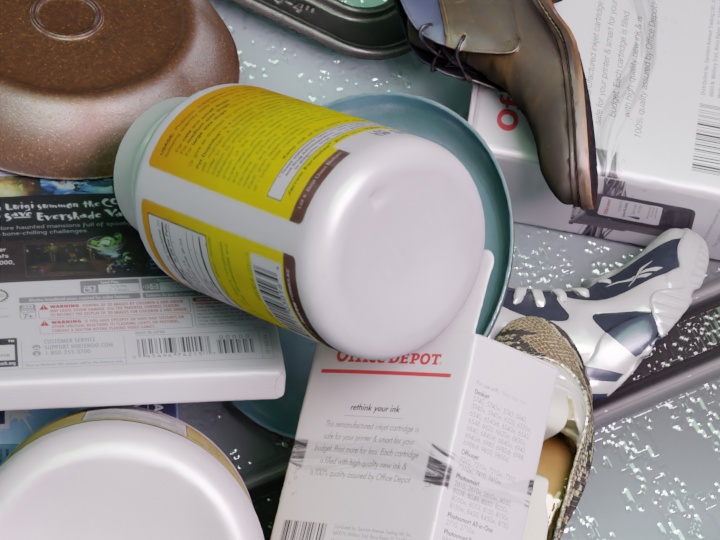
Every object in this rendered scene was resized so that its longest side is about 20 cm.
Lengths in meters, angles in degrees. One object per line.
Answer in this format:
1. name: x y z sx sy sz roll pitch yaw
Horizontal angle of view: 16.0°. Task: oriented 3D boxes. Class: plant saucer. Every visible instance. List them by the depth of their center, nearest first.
1. plant saucer: 0.000 0.000 1.398 0.200 0.027 0.200 -12 66 29
2. plant saucer: -0.167 -0.132 1.447 0.200 0.037 0.200 4 45 -4

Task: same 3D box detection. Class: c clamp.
1. c clamp: -0.013 -0.202 1.535 0.200 0.027 0.171 21 58 0

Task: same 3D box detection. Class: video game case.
1. video game case: -0.148 0.007 1.340 0.200 0.023 0.182 -2 39 -9

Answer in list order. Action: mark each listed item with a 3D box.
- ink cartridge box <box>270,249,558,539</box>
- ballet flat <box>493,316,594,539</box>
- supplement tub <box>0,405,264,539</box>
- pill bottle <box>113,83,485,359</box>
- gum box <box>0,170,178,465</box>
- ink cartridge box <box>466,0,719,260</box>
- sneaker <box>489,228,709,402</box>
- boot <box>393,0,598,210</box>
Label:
1. ink cartridge box: 0.026 0.094 1.274 0.068 0.116 0.200 24 74 -41
2. ballet flat: 0.084 0.109 1.308 0.068 0.075 0.200 14 69 -3
3. supplement tub: -0.120 0.141 1.258 0.145 0.200 0.145 0 90 -5
4. pill bottle: -0.038 -0.030 1.269 0.109 0.109 0.200 -42 36 -21
5. gum box: -0.203 0.025 1.403 0.200 0.045 0.170 0 65 -9
6. ink cartridge box: 0.161 -0.096 1.478 0.200 0.083 0.145 11 65 -1
7. sneaker: 0.094 0.022 1.418 0.130 0.079 0.199 41 78 3
8. boot: 0.071 -0.112 1.400 0.097 0.075 0.200 -12 60 3
